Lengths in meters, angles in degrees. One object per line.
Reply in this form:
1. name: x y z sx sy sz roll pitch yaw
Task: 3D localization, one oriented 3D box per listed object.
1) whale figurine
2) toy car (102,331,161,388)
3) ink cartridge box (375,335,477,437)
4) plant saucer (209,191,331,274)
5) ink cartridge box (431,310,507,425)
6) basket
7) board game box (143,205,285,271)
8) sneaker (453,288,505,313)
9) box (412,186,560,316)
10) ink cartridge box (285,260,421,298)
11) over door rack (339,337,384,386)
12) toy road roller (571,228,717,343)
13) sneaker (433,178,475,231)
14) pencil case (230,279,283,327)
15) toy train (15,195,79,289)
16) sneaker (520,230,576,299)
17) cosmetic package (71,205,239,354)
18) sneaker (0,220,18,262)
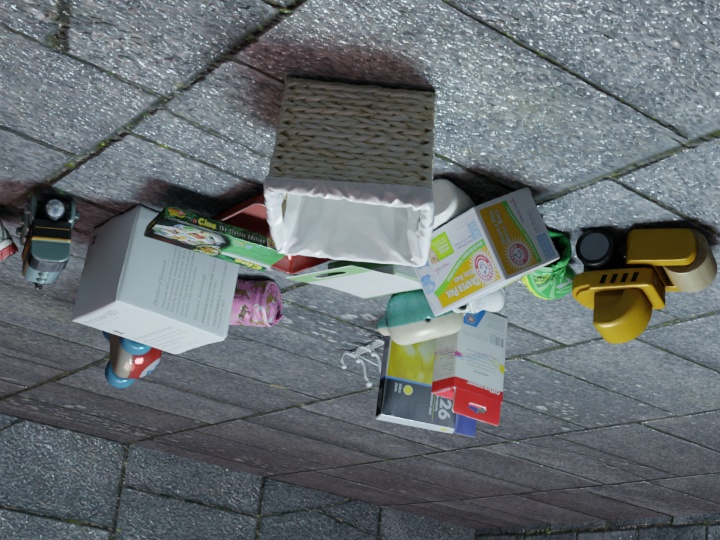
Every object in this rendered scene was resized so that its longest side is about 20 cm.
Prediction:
1. whale figurine: 0.102 0.064 1.934 0.159 0.104 0.200 -14 -178 -1
2. toy car: -0.366 0.116 2.123 0.200 0.177 0.184 2 151 -23
3. ink cartridge box: 0.135 0.192 2.088 0.200 0.198 0.047 12 160 -14
4. plant saucer: -0.128 -0.060 1.742 0.199 0.037 0.200 21 154 -33
5. ink cartridge box: 0.192 0.169 2.003 0.116 0.200 0.067 21 155 -31
6. basket: -0.004 -0.116 1.379 0.199 0.161 0.198 7 159 4
7. board game box: -0.218 -0.047 1.724 0.200 0.024 0.105 18 155 -24
8. sneaker: 0.175 0.039 1.841 0.070 0.080 0.200 -8 156 30
9. box: 0.167 -0.023 1.587 0.101 0.113 0.200 -21 173 -30
10. ink cartridge box: 0.000 0.000 1.800 0.145 0.048 0.200 -10 161 40
11. over door rack: 0.076 0.201 2.314 0.200 0.067 0.148 17 158 -24
12. toy road roller: 0.405 0.025 1.633 0.200 0.146 0.123 -4 157 27
13. sneaker: 0.067 -0.074 1.602 0.200 0.075 0.088 -9 166 34
14. pencil case: -0.239 0.060 2.026 0.200 0.083 0.087 -1 157 19
15. toy train: -0.496 -0.042 1.787 0.085 0.114 0.200 7 161 -22
16. sneaker: 0.280 -0.010 1.684 0.083 0.074 0.200 -2 157 34
17. cosmetic package: -0.328 0.020 1.834 0.200 0.167 0.167 22 155 -33
18. sneaker: -0.641 -0.065 1.865 0.200 0.078 0.082 5 121 36
